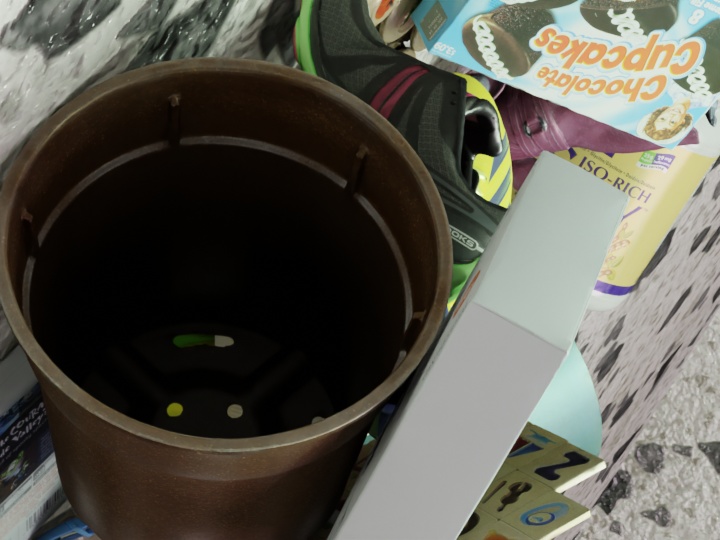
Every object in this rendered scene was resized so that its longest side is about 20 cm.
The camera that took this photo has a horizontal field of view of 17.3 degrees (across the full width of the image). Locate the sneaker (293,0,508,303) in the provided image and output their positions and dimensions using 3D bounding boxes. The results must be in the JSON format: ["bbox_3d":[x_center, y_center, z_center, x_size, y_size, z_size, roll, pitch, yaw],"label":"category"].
[{"bbox_3d":[0.025,-0.071,1.179,0.084,0.200,0.077,-24,152,1],"label":"sneaker"}]

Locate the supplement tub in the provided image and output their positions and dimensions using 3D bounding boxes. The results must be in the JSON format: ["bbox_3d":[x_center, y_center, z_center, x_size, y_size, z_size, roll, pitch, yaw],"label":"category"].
[{"bbox_3d":[0.176,-0.087,1.704,0.200,0.145,0.145,-59,165,17],"label":"supplement tub"}]

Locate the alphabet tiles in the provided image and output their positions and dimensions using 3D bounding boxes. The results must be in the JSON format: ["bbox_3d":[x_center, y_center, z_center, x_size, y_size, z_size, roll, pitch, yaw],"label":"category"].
[{"bbox_3d":[0.017,0.126,1.181,0.200,0.166,0.006,-26,115,-22],"label":"alphabet tiles"}]

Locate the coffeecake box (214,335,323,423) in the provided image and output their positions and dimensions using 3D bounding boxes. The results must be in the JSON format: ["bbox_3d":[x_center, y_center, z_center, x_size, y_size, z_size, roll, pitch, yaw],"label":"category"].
[{"bbox_3d":[0.000,0.000,1.315,0.200,0.073,0.154,-29,126,-57],"label":"coffeecake box"}]

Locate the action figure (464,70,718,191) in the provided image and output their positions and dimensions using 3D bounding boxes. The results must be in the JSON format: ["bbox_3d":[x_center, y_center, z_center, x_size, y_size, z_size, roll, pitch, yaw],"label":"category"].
[{"bbox_3d":[0.118,-0.109,1.509,0.149,0.200,0.134,-80,150,-49],"label":"action figure"}]

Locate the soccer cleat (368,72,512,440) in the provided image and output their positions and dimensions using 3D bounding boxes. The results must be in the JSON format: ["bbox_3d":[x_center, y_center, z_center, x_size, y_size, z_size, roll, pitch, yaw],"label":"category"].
[{"bbox_3d":[0.039,-0.008,1.213,0.084,0.065,0.201,73,29,-79],"label":"soccer cleat"}]

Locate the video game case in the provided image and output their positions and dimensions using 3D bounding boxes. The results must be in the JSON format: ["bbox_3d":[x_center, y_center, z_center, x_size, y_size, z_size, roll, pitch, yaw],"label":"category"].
[{"bbox_3d":[-0.200,0.115,1.226,0.200,0.023,0.182,-45,164,-28],"label":"video game case"}]

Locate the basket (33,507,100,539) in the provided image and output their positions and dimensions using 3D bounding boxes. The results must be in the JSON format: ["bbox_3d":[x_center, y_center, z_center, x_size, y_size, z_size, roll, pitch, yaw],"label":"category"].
[{"bbox_3d":[-0.110,0.190,1.314,0.176,0.139,0.200,-17,-145,26],"label":"basket"}]

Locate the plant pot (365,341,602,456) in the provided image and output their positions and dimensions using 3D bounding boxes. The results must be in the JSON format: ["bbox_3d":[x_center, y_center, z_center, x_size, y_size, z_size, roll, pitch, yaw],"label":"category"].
[{"bbox_3d":[0.040,0.097,1.619,0.161,0.201,0.201,-32,157,-25],"label":"plant pot"}]

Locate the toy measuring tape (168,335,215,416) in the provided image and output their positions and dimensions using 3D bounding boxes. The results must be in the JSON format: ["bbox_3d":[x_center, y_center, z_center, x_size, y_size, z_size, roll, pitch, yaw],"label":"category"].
[{"bbox_3d":[-0.088,0.066,1.361,0.074,0.074,0.200,-45,163,-30],"label":"toy measuring tape"}]

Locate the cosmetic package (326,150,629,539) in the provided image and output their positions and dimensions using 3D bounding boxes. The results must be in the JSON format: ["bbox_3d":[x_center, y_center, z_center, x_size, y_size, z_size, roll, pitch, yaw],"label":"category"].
[{"bbox_3d":[0.045,0.063,1.065,0.200,0.052,0.151,-62,-179,31],"label":"cosmetic package"}]

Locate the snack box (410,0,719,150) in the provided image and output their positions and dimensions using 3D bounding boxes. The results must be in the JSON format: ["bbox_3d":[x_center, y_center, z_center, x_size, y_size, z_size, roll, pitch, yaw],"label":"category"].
[{"bbox_3d":[0.140,-0.147,1.352,0.200,0.037,0.116,17,124,-36],"label":"snack box"}]

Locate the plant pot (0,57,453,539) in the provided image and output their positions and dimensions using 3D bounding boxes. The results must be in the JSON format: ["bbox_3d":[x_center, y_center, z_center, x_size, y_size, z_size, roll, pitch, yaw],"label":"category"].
[{"bbox_3d":[-0.070,0.039,1.103,0.200,0.200,0.198,-46,164,-28],"label":"plant pot"}]

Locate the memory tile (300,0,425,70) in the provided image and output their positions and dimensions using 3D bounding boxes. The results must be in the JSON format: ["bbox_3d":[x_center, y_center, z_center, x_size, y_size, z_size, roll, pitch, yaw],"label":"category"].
[{"bbox_3d":[-0.014,-0.090,1.351,0.200,0.017,0.153,-57,166,10],"label":"memory tile"}]
